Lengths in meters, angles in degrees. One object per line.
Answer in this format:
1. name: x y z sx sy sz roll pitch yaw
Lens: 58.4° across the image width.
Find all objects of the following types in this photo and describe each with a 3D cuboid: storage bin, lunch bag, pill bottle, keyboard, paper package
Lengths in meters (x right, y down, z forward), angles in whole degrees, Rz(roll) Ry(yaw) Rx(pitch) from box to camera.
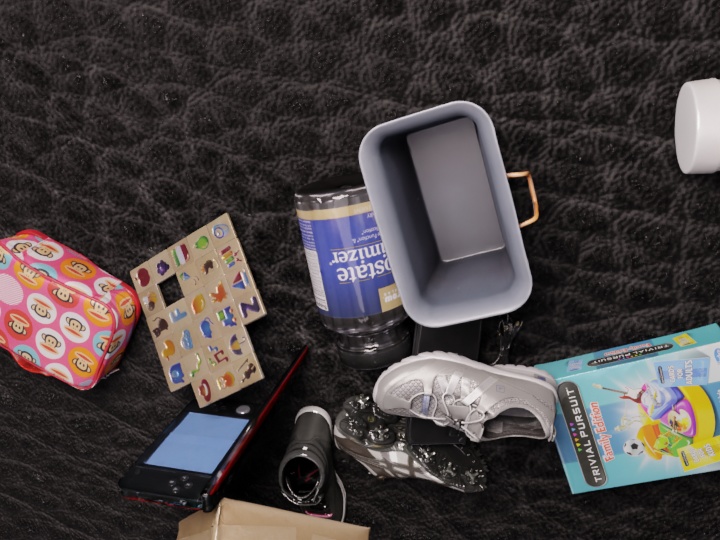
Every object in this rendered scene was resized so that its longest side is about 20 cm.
1. storage bin: 0.100 -0.069 0.645 0.145 0.134 0.201 -14 106 18
2. lunch bag: -0.401 0.063 0.841 0.199 0.082 0.177 31 114 1
3. pill bottle: 0.391 -0.133 0.564 0.199 0.112 0.113 -3 108 14
4. keyboard: 0.118 0.108 0.742 0.126 0.021 0.201 2 106 -11
5. pill bottle: 0.000 0.000 0.706 0.111 0.112 0.201 -7 108 16
6. paper package: -0.115 0.358 0.785 0.199 0.104 0.191 20 146 -22

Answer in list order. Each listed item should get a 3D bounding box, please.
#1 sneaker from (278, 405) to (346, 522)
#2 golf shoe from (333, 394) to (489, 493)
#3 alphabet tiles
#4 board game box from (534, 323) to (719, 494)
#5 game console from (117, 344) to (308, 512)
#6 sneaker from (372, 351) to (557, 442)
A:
1. sneaker: -0.065 0.287 0.830 0.070 0.099 0.201 -1 110 12
2. golf shoe: 0.060 0.225 0.803 0.199 0.078 0.095 26 135 2
3. alphabet tiles: -0.191 0.056 0.789 0.167 0.008 0.201 -27 79 20
4. board game box: 0.315 0.159 0.722 0.199 0.047 0.152 -17 104 18
5. game console: -0.167 0.170 0.759 0.171 0.200 0.119 4 109 12
6. sneaker: 0.111 0.138 0.678 0.199 0.082 0.075 0 124 6
